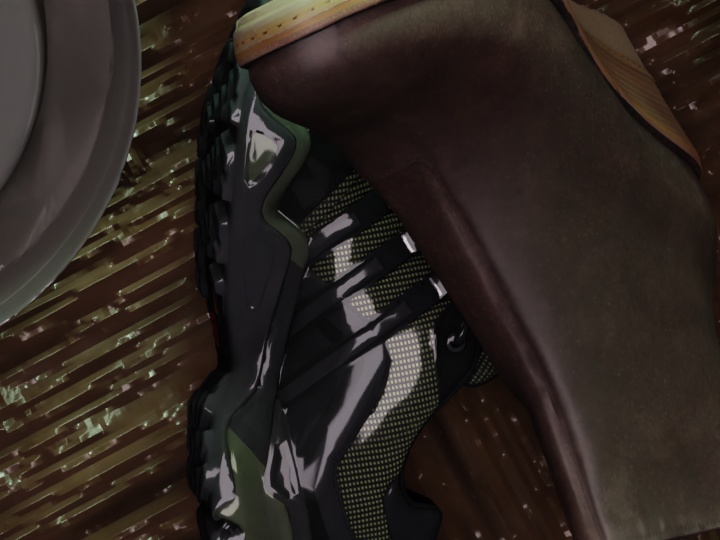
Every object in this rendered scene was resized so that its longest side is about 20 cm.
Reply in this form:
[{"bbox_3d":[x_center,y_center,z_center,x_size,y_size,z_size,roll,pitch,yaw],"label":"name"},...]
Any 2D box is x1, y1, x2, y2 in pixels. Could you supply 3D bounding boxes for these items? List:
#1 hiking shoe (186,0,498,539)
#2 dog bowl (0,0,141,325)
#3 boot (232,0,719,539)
[{"bbox_3d":[0.000,0.000,0.804,0.100,0.076,0.201,3,95,-11],"label":"hiking shoe"},{"bbox_3d":[-0.167,-0.067,0.771,0.200,0.059,0.201,-4,111,-11],"label":"dog bowl"},{"bbox_3d":[0.050,-0.001,0.736,0.072,0.200,0.167,-22,76,32],"label":"boot"}]
